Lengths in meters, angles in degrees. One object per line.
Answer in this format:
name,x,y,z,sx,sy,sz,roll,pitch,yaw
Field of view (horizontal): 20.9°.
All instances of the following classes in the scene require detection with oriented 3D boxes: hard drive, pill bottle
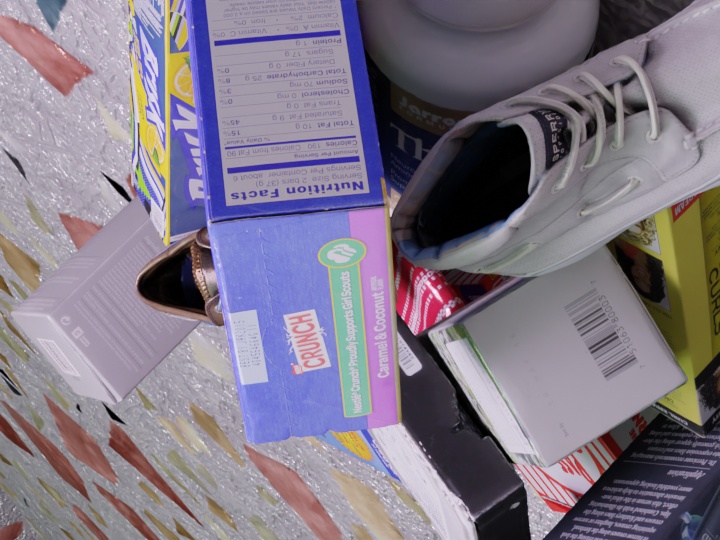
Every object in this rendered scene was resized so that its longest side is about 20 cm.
hard drive,0.039,0.097,1.058,0.140,0.038,0.200,54,174,20
pill bottle,0.053,-0.103,0.906,0.111,0.111,0.200,39,160,19

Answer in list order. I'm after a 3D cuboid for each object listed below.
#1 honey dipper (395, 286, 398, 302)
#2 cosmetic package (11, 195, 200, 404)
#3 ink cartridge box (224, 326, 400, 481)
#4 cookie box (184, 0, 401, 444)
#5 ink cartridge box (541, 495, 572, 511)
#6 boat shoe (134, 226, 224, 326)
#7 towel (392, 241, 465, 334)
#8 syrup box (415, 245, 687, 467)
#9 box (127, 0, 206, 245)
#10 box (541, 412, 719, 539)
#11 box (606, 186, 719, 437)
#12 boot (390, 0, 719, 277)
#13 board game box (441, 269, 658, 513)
honey dipper,-0.039,0.000,1.189,0.199,0.038,0.038,19,147,53
cosmetic package,-0.140,-0.006,1.376,0.090,0.200,0.107,53,162,-14
ink cartridge box,-0.004,0.072,1.436,0.199,0.076,0.137,19,147,50
cookie box,-0.032,-0.054,0.852,0.172,0.075,0.201,87,176,-56
ink cartridge box,0.207,0.226,1.198,0.175,0.084,0.200,32,170,-29
boat shoe,-0.062,0.003,1.131,0.199,0.072,0.073,-19,79,53
towel,0.000,0.000,1.176,0.200,0.022,0.145,52,155,19
syrup box,0.087,0.044,0.974,0.079,0.081,0.200,59,174,1
box,-0.097,-0.113,1.168,0.201,0.070,0.064,96,151,-45
box,0.191,0.163,1.009,0.149,0.200,0.107,50,161,-13
box,0.158,-0.010,0.933,0.050,0.075,0.201,30,154,34
boot,0.101,-0.054,0.793,0.200,0.095,0.074,-40,70,34
board game box,0.114,0.070,1.222,0.200,0.046,0.151,51,161,-13
